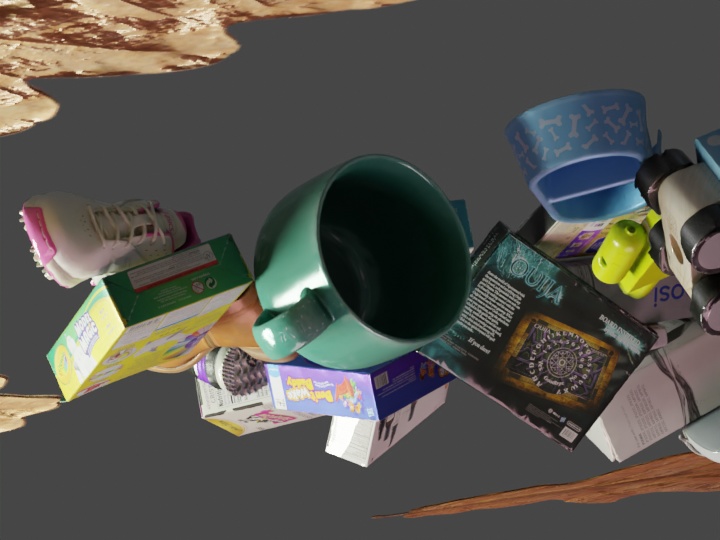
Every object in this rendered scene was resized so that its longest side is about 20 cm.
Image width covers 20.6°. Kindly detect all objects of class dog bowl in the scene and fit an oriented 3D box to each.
[{"bbox_3d":[0.181,-0.085,1.551,0.111,0.050,0.200,-14,163,13],"label":"dog bowl"}]

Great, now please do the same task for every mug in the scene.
[{"bbox_3d":[-0.019,-0.001,1.517,0.184,0.153,0.114,3,162,-39],"label":"mug"}]

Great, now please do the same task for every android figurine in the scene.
[{"bbox_3d":[0.280,-0.041,1.631,0.181,0.041,0.200,-21,161,-17],"label":"android figurine"}]

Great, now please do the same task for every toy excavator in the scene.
[{"bbox_3d":[0.314,-0.075,1.477,0.199,0.100,0.195,-23,133,-6],"label":"toy excavator"}]

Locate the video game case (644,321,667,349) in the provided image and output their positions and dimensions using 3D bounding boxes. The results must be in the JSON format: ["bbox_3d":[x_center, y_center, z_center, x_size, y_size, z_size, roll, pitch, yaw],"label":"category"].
[{"bbox_3d":[0.171,0.061,1.898,0.181,0.023,0.200,-15,-164,-14],"label":"video game case"}]

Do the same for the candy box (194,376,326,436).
[{"bbox_3d":[-0.060,0.116,2.068,0.198,0.061,0.136,-13,165,11],"label":"candy box"}]

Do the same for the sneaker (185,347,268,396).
[{"bbox_3d":[-0.092,0.064,1.873,0.099,0.070,0.199,8,-166,41],"label":"sneaker"}]

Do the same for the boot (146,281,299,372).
[{"bbox_3d":[-0.158,0.025,1.690,0.199,0.074,0.155,-3,155,23],"label":"boot"}]

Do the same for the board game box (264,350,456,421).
[{"bbox_3d":[0.030,0.076,1.814,0.134,0.045,0.199,3,-159,44],"label":"board game box"}]

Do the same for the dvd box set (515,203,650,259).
[{"bbox_3d":[0.250,-0.051,1.749,0.198,0.030,0.146,-6,164,-15],"label":"dvd box set"}]

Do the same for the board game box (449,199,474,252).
[{"bbox_3d":[0.000,0.000,1.729,0.150,0.047,0.200,-7,164,-15],"label":"board game box"}]

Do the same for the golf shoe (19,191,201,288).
[{"bbox_3d":[-0.185,-0.030,1.476,0.091,0.076,0.200,-23,170,12],"label":"golf shoe"}]

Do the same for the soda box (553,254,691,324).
[{"bbox_3d":[0.242,0.013,1.841,0.199,0.069,0.063,-7,-164,-25],"label":"soda box"}]

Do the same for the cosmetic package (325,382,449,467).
[{"bbox_3d":[0.035,0.119,1.950,0.050,0.083,0.200,21,-157,19],"label":"cosmetic package"}]

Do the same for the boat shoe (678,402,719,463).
[{"bbox_3d":[0.343,0.148,1.934,0.073,0.068,0.199,-28,-157,-3],"label":"boat shoe"}]

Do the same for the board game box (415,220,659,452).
[{"bbox_3d":[0.157,0.061,1.760,0.199,0.028,0.136,34,98,-29],"label":"board game box"}]

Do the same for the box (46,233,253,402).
[{"bbox_3d":[-0.170,0.043,1.544,0.117,0.049,0.200,-20,166,-30],"label":"box"}]

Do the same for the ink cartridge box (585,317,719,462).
[{"bbox_3d":[0.293,0.083,1.929,0.199,0.083,0.147,-29,-156,-6],"label":"ink cartridge box"}]
